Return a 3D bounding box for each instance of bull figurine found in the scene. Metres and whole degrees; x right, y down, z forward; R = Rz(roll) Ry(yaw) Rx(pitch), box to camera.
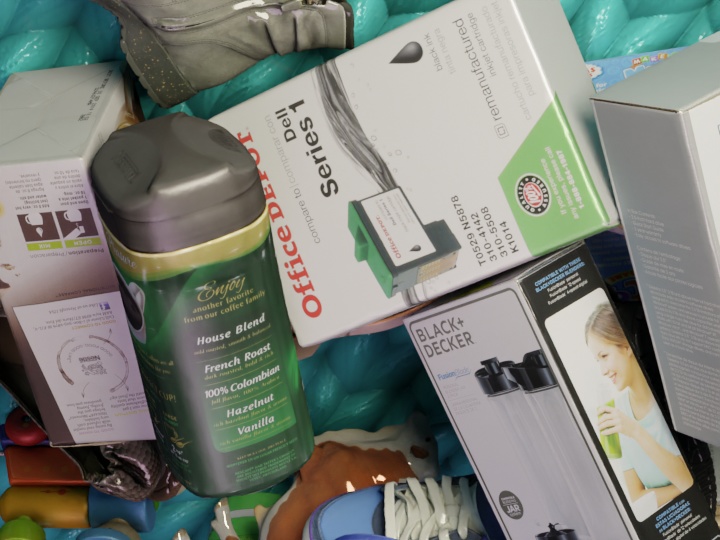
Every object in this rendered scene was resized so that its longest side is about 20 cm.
[{"bbox_3d":[-0.035,0.164,1.286,0.121,0.200,0.065,36,176,18],"label":"bull figurine"}]

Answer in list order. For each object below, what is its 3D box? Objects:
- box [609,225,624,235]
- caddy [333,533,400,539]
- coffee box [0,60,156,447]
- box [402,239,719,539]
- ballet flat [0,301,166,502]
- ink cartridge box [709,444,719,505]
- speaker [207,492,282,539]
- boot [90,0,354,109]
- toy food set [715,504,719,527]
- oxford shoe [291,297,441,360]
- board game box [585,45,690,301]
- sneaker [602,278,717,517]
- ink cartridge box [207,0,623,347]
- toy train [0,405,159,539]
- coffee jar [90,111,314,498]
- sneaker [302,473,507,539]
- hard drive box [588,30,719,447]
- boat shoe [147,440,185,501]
[{"bbox_3d":[0.228,-0.027,1.071,0.199,0.039,0.041,16,135,-13],"label":"box"},{"bbox_3d":[0.055,0.235,1.142,0.200,0.105,0.141,41,151,-25],"label":"caddy"},{"bbox_3d":[-0.161,-0.008,1.095,0.080,0.113,0.201,-5,123,12],"label":"coffee box"},{"bbox_3d":[0.116,0.094,1.054,0.117,0.060,0.201,-20,96,55],"label":"box"},{"bbox_3d":[-0.207,0.075,1.208,0.200,0.046,0.067,49,124,-2],"label":"ballet flat"},{"bbox_3d":[0.203,0.182,1.315,0.199,0.084,0.145,-10,135,15],"label":"ink cartridge box"},{"bbox_3d":[-0.076,0.267,1.336,0.088,0.201,0.089,2,150,1],"label":"speaker"},{"bbox_3d":[-0.087,-0.178,0.984,0.130,0.068,0.200,-19,138,15],"label":"boot"},{"bbox_3d":[0.212,0.213,1.207,0.198,0.049,0.200,10,140,-39],"label":"toy food set"},{"bbox_3d":[0.000,0.000,1.135,0.199,0.071,0.072,-19,103,-8],"label":"oxford shoe"},{"bbox_3d":[0.191,-0.047,1.108,0.151,0.037,0.200,-7,135,12],"label":"board game box"},{"bbox_3d":[0.148,0.082,1.115,0.104,0.060,0.201,-2,104,44],"label":"sneaker"},{"bbox_3d":[0.034,-0.059,1.027,0.200,0.084,0.146,-23,90,25],"label":"ink cartridge box"},{"bbox_3d":[-0.240,0.162,1.308,0.199,0.116,0.085,0,136,4],"label":"toy train"},{"bbox_3d":[-0.086,0.018,1.012,0.085,0.104,0.201,-19,121,-15],"label":"coffee jar"},{"bbox_3d":[0.069,0.147,1.176,0.199,0.081,0.147,6,145,-6],"label":"sneaker"},{"bbox_3d":[0.224,-0.026,0.975,0.156,0.077,0.201,-26,112,-24],"label":"hard drive box"},{"bbox_3d":[-0.094,0.062,1.232,0.072,0.076,0.200,42,119,18],"label":"boat shoe"}]
